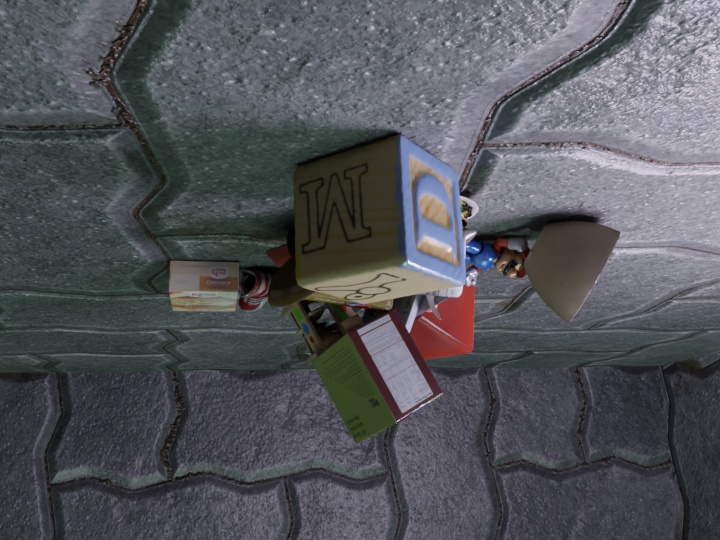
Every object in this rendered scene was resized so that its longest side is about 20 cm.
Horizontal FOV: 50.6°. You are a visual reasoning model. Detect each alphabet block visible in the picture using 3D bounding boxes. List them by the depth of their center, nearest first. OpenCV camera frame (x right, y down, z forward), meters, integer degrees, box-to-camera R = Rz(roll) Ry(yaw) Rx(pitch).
[{"bbox_3d":[0.030,-0.068,1.179,0.199,0.198,0.195,-11,161,32],"label":"alphabet block"}]

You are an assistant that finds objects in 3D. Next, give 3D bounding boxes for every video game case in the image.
[{"bbox_3d":[0.058,0.113,1.718,0.018,0.144,0.199,31,158,-25],"label":"video game case"}]

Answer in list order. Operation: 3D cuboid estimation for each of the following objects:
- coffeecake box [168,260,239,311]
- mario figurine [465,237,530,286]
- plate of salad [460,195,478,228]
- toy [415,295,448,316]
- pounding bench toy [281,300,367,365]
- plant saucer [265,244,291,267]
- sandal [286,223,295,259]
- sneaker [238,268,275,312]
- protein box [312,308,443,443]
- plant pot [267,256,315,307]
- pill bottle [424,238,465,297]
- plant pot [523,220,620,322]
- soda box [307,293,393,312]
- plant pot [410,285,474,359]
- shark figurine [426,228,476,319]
[{"bbox_3d":[-0.362,0.039,1.766,0.152,0.074,0.200,2,164,-11],"label":"coffeecake box"},{"bbox_3d":[0.273,-0.019,1.574,0.198,0.107,0.123,6,176,-16],"label":"mario figurine"},{"bbox_3d":[0.115,-0.096,1.379,0.198,0.049,0.200,-2,165,-1],"label":"plate of salad"},{"bbox_3d":[0.152,0.056,1.685,0.047,0.116,0.200,31,135,-23],"label":"toy"},{"bbox_3d":[-0.072,0.090,1.679,0.124,0.157,0.200,-24,170,-29],"label":"pounding bench toy"},{"bbox_3d":[-0.068,-0.026,1.638,0.199,0.037,0.199,-14,161,40],"label":"plant saucer"},{"bbox_3d":[-0.073,-0.068,1.413,0.045,0.076,0.199,-2,166,-40],"label":"sandal"},{"bbox_3d":[-0.265,0.047,1.816,0.112,0.072,0.199,5,156,-40],"label":"sneaker"},{"bbox_3d":[0.032,0.223,1.593,0.134,0.201,0.199,-24,169,-33],"label":"protein box"},{"bbox_3d":[-0.098,-0.005,1.436,0.199,0.200,0.028,-15,117,40],"label":"plant pot"},{"bbox_3d":[0.090,-0.013,1.403,0.198,0.114,0.113,4,166,4],"label":"pill bottle"},{"bbox_3d":[0.401,-0.018,1.501,0.134,0.201,0.200,29,170,12],"label":"plant pot"},{"bbox_3d":[-0.032,0.036,1.557,0.198,0.065,0.068,10,167,-4],"label":"soda box"},{"bbox_3d":[0.145,0.090,1.837,0.199,0.202,0.176,-13,151,37],"label":"plant pot"},{"bbox_3d":[0.139,0.004,1.507,0.127,0.090,0.216,8,134,-11],"label":"shark figurine"}]
